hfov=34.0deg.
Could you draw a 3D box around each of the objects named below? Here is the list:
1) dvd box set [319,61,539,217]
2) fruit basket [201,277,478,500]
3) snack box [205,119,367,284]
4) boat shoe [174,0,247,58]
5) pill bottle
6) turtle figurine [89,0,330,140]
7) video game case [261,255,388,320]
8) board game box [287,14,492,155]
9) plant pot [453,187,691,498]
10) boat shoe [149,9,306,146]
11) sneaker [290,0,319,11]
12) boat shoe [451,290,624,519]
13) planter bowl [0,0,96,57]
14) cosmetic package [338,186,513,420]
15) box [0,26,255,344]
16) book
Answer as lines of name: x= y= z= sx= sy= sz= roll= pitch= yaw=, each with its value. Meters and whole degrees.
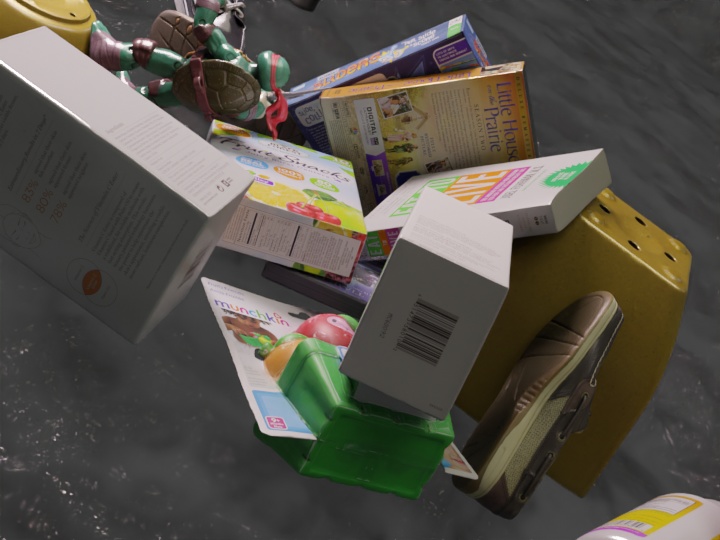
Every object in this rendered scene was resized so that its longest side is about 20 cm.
dvd box set: x=0.071 y=-0.117 z=1.136 sx=0.198 sy=0.148 sz=0.029 roll=-6 pitch=29 yaw=16
fruit basket: x=-0.017 y=0.075 z=0.886 sx=0.184 sy=0.094 sz=0.201 roll=19 pitch=27 yaw=-30
snack box: x=-0.073 y=-0.066 z=1.034 sx=0.141 sy=0.053 sz=0.200 roll=17 pitch=20 yaw=-11
boat shoe: x=-0.163 y=-0.293 z=1.350 sx=0.071 sy=0.068 sz=0.201 roll=18 pitch=31 yaw=-30
pill bottle: x=0.234 y=0.232 z=0.903 sx=0.104 sy=0.105 sz=0.199 roll=48 pitch=29 yaw=25
turtle figurine: x=-0.132 y=-0.183 z=1.046 sx=0.197 sy=0.151 sz=0.101 roll=-2 pitch=39 yaw=9
video game case: x=0.000 y=0.000 z=1.050 sx=0.142 sy=0.019 sz=0.200 roll=24 pitch=18 yaw=2
board game box: x=0.043 y=-0.154 z=1.167 sx=0.136 sy=0.198 sz=0.035 roll=57 pitch=28 yaw=-31
plant pot: x=0.196 y=0.040 z=1.071 sx=0.195 sy=0.201 sz=0.194 roll=37 pitch=26 yaw=3
boat shoe: x=-0.136 y=-0.190 z=1.223 sx=0.200 sy=0.075 sz=0.073 roll=45 pitch=16 yaw=-1
sneaker: x=-0.088 y=-0.442 z=1.646 sx=0.200 sy=0.105 sz=0.060 roll=44 pitch=28 yaw=18
boat shoe: x=0.153 y=0.109 z=0.951 sx=0.066 sy=0.201 sz=0.072 roll=42 pitch=-13 yaw=-17
planter bowl: x=-0.297 y=-0.217 z=1.046 sx=0.199 sy=0.084 sz=0.201 roll=27 pitch=27 yaw=-15
cosmetic package: x=0.054 y=0.017 z=0.856 sx=0.084 sy=0.109 sz=0.200 roll=24 pitch=14 yaw=1
box: x=-0.199 y=-0.065 z=0.862 sx=0.199 sy=0.125 sz=0.098 roll=36 pitch=26 yaw=0
book: x=0.106 y=-0.054 z=1.037 sx=0.133 sy=0.198 sz=0.049 roll=-38 pitch=115 yaw=-52
